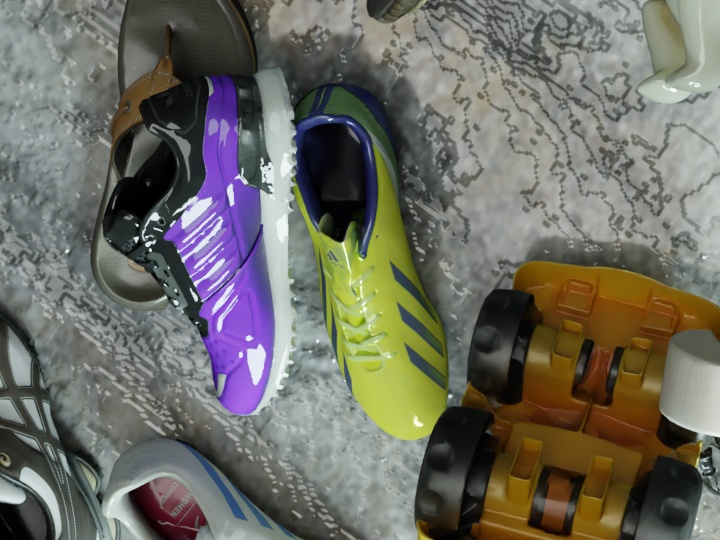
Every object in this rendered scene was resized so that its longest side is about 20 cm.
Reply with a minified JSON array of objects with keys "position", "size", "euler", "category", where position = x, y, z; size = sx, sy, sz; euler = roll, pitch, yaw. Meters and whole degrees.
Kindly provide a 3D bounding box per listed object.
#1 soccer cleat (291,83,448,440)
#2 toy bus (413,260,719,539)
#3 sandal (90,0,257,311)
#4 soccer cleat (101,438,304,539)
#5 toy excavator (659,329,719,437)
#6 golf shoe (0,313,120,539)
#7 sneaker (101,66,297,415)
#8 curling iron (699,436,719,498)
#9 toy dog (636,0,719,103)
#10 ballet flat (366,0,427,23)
[{"position":[-0.001,0.000,1.337],"size":[0.065,0.084,0.200],"euler":[-10,100,15],"category":"soccer cleat"},{"position":[0.111,0.124,1.313],"size":[0.136,0.200,0.192],"euler":[13,141,12],"category":"toy bus"},{"position":[-0.110,-0.069,1.364],"size":[0.082,0.055,0.200],"euler":[19,107,9],"category":"sandal"},{"position":[-0.061,0.171,1.390],"size":[0.200,0.086,0.070],"euler":[36,108,4],"category":"soccer cleat"},{"position":[0.253,0.045,1.223],"size":[0.194,0.200,0.100],"euler":[11,104,11],"category":"toy excavator"},{"position":[-0.211,0.092,1.406],"size":[0.078,0.094,0.200],"euler":[-37,90,20],"category":"golf shoe"},{"position":[-0.088,-0.013,1.333],"size":[0.099,0.070,0.200],"euler":[-5,118,-13],"category":"sneaker"},{"position":[0.217,0.034,1.321],"size":[0.050,0.026,0.200],"euler":[14,105,7],"category":"curling iron"},{"position":[0.204,-0.154,1.240],"size":[0.194,0.140,0.200],"euler":[-39,90,-18],"category":"toy dog"},{"position":[0.070,-0.207,1.291],"size":[0.046,0.067,0.200],"euler":[26,107,-27],"category":"ballet flat"}]
